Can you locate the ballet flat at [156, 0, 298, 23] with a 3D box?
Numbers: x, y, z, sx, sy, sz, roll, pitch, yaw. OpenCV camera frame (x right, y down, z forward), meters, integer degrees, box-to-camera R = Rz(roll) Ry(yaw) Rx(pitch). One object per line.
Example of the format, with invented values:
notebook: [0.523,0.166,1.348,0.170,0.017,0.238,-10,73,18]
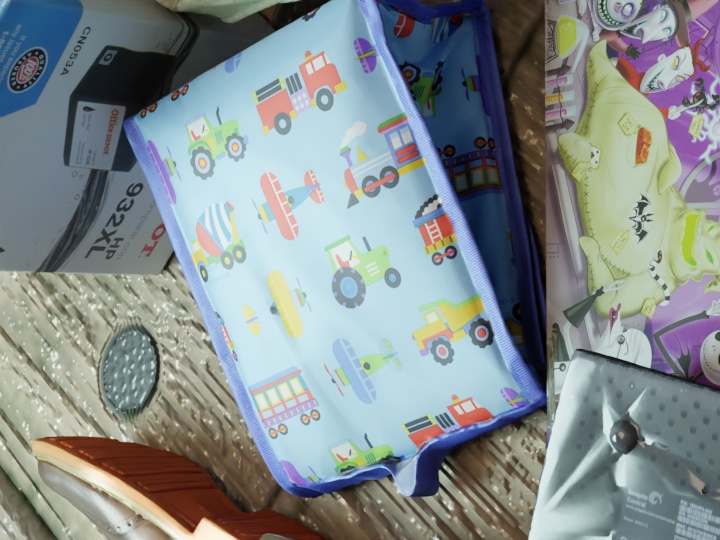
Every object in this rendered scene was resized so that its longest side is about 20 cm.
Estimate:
ballet flat: [-0.014,-0.148,0.817,0.199,0.062,0.068,-6,70,46]

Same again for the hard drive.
hard drive: [0.119,0.139,0.699,0.134,0.042,0.202,15,101,40]

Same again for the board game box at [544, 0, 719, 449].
board game box: [0.125,-0.027,0.754,0.119,0.032,0.202,-8,77,38]

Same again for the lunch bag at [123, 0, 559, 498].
lunch bag: [0.000,0.000,0.836,0.150,0.094,0.202,-24,76,35]

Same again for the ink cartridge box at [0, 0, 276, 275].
ink cartridge box: [-0.146,-0.078,0.897,0.084,0.199,0.146,43,112,27]

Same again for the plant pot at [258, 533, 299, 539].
plant pot: [-0.028,0.215,0.770,0.186,0.186,0.202,6,74,44]

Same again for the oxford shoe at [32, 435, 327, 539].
oxford shoe: [-0.093,0.132,0.904,0.199,0.071,0.074,24,103,43]
